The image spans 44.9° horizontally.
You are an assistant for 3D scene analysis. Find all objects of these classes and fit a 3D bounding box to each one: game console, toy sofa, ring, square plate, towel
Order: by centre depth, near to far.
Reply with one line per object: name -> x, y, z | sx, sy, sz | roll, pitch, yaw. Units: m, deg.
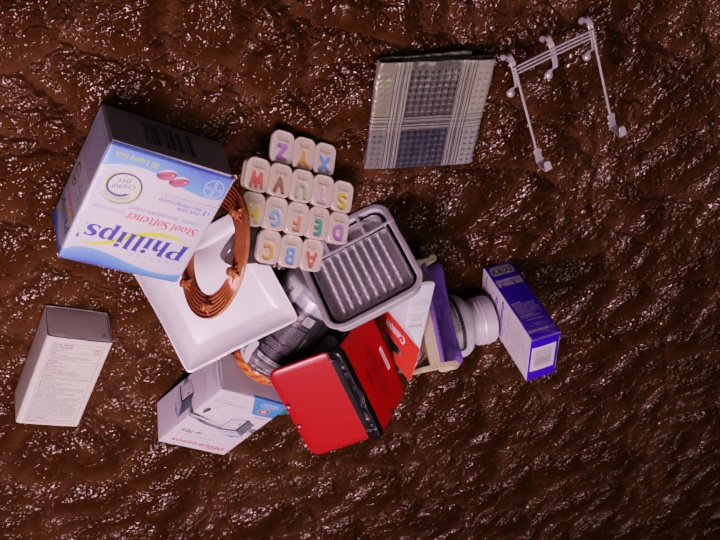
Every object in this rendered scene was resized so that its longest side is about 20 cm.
ring -> -0.217, -0.030, 1.259 | 0.019, 0.201, 0.201 | 8, 126, -36
towel -> 0.102, -0.245, 1.335 | 0.192, 0.035, 0.200 | -5, 134, -16
square plate -> -0.229, 0.032, 1.376 | 0.198, 0.028, 0.200 | -26, 100, 0
game console -> -0.033, 0.188, 1.471 | 0.118, 0.172, 0.200 | -1, 128, 33
toy sofa -> 0.125, 0.076, 1.507 | 0.097, 0.201, 0.083 | -9, 171, -12

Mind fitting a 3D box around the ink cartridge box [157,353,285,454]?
ink cartridge box -> -0.246, 0.237, 1.543 | 0.146, 0.086, 0.200 | 22, 131, -37

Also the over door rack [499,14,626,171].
over door rack -> 0.312, -0.276, 1.358 | 0.147, 0.067, 0.200 | -25, 115, -1

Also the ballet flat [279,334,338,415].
ballet flat -> -0.097, 0.183, 1.553 | 0.067, 0.064, 0.200 | -7, 149, -50

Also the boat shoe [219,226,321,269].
boat shoe -> -0.126, -0.044, 1.318 | 0.200, 0.073, 0.075 | -27, 158, -50

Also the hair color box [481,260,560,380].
hair color box -> 0.290, 0.089, 1.597 | 0.065, 0.200, 0.110 | -16, 135, -13

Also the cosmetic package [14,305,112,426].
cosmetic package -> -0.481, 0.157, 1.402 | 0.103, 0.073, 0.200 | 11, 124, -32

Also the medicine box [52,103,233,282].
medicine box -> -0.307, -0.103, 1.223 | 0.182, 0.103, 0.200 | 14, 122, -34

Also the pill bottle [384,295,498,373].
pill bottle -> 0.146, 0.111, 1.611 | 0.199, 0.120, 0.120 | -12, 134, -14

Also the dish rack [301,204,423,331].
dish rack -> 0.000, 0.000, 1.387 | 0.171, 0.200, 0.044 | -27, 140, 1

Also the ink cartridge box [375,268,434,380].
ink cartridge box -> 0.050, 0.064, 1.475 | 0.047, 0.160, 0.201 | -5, 123, -28

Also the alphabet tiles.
alphabet tiles -> -0.093, -0.102, 1.292 | 0.200, 0.015, 0.196 | 11, 87, -40

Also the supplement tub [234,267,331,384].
supplement tub -> -0.120, 0.092, 1.471 | 0.122, 0.123, 0.200 | 22, 118, -37
